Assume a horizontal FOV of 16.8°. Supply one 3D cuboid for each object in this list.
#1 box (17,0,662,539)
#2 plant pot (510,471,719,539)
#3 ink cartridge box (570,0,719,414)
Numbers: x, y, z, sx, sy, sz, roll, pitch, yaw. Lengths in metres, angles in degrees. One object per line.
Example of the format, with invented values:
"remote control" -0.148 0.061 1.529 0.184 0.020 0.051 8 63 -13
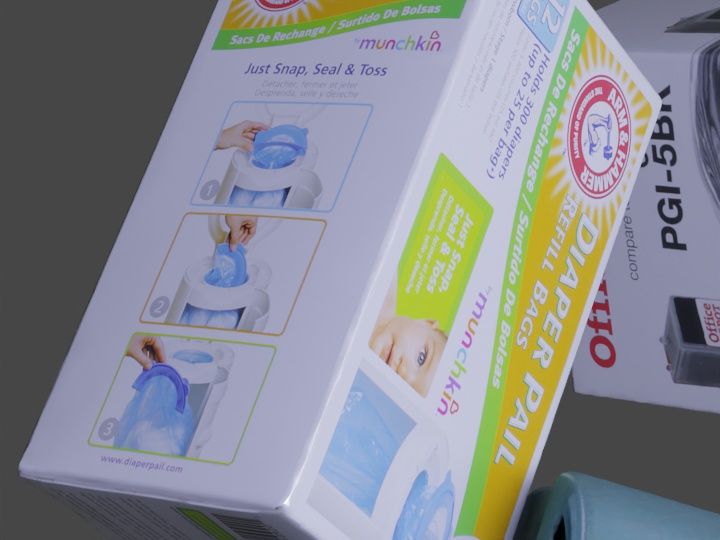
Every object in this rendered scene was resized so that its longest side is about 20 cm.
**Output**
"box" 0.000 0.000 0.741 0.112 0.101 0.200 44 59 -46
"plant pot" 0.122 0.161 0.718 0.196 0.200 0.200 23 70 -7
"ink cartridge box" 0.170 -0.021 0.889 0.083 0.200 0.147 -28 116 -45
